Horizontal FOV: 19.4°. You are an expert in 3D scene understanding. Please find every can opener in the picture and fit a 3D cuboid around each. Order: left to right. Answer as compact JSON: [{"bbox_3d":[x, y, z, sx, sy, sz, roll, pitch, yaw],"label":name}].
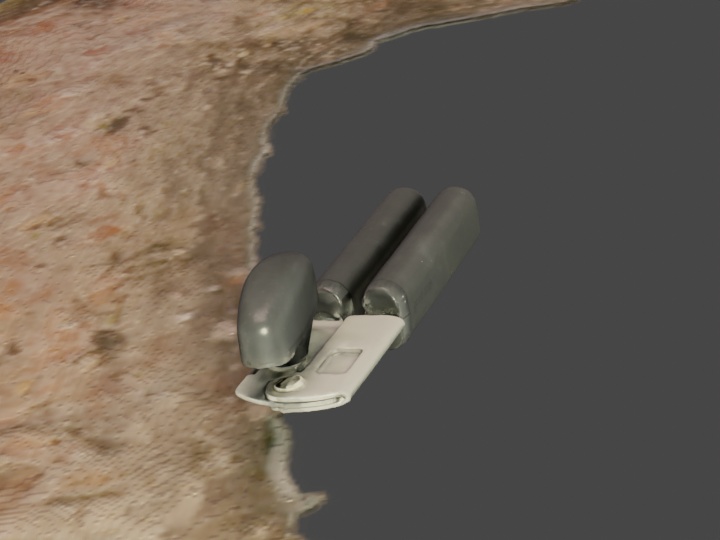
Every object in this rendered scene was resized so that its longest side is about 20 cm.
[{"bbox_3d":[0.000,0.000,0.938,0.053,0.067,0.200,0,27,23],"label":"can opener"}]
